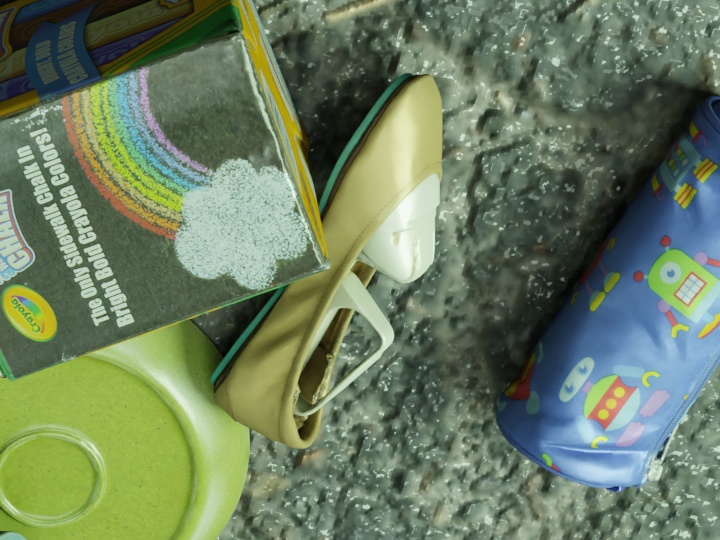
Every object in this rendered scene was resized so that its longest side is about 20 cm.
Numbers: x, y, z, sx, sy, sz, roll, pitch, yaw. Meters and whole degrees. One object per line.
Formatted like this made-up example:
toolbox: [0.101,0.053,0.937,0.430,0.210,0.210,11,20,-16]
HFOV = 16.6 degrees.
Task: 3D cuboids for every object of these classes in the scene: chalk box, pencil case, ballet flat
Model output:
chalk box: [-0.129,-0.045,1.088,0.199,0.124,0.125,-18,119,4]
pencil case: [0.145,0.018,1.175,0.087,0.078,0.200,36,112,9]
ballet flat: [0.000,0.000,1.155,0.063,0.069,0.200,38,119,13]

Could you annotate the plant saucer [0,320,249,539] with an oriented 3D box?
plant saucer: [-0.153,0.095,1.210,0.199,0.031,0.201,-3,118,-5]

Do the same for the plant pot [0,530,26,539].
plant pot: [-0.258,0.218,1.155,0.187,0.200,0.201,2,118,8]
